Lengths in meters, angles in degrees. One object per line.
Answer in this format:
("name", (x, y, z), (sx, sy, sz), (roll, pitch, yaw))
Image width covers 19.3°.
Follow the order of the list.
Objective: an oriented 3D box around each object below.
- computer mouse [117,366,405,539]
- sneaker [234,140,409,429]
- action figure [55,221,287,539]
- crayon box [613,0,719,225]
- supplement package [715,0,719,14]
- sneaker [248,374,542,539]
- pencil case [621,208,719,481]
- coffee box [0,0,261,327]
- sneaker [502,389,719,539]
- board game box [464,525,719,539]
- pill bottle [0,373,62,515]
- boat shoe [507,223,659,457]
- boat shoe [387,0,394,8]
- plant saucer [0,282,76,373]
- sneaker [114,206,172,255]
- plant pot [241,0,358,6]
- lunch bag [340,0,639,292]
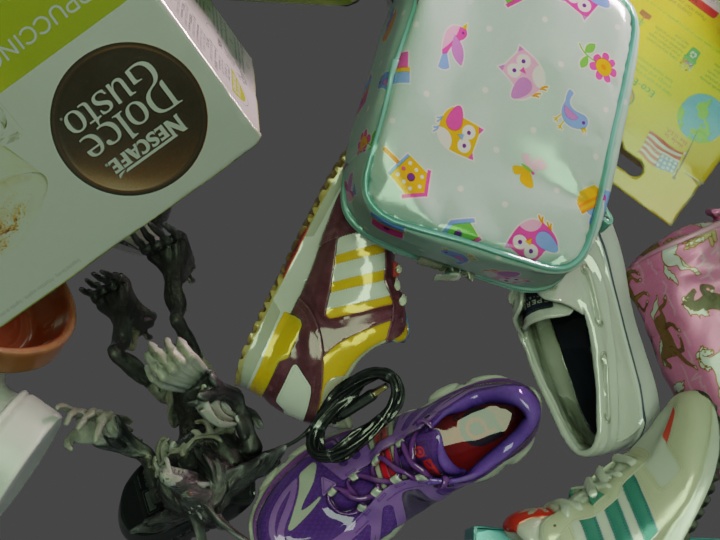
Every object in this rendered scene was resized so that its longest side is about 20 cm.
("computer mouse", (-0.059, 0.115, 1.288), (0.199, 0.034, 0.059), (-25, 59, 13))
("sneaker", (0.000, 0.000, 1.320), (0.090, 0.075, 0.201), (27, 88, -3))
("action figure", (-0.118, 0.078, 1.251), (0.119, 0.102, 0.201), (-34, 57, 24))
("crayon box", (0.201, -0.139, 1.365), (0.127, 0.051, 0.200), (37, 80, 2))
("supplement package", (0.322, -0.114, 1.283), (0.111, 0.156, 0.201), (-26, 103, -19))
("sneaker", (0.021, 0.118, 1.294), (0.200, 0.083, 0.081), (-31, 85, -8))
("pencil case", (0.239, 0.062, 1.322), (0.086, 0.083, 0.201), (-23, 82, -38))
("coffee box", (-0.188, -0.113, 1.154), (0.199, 0.200, 0.198), (-34, 107, 6))
("sneaker", (0.140, 0.149, 1.258), (0.093, 0.070, 0.200), (29, 82, -6))
("board game box", (0.162, 0.238, 1.306), (0.199, 0.047, 0.152), (3, 80, -4))
("pill bottle", (-0.281, 0.065, 1.263), (0.200, 0.111, 0.111), (35, 80, 1))
("boat shoe", (0.126, 0.018, 1.314), (0.065, 0.073, 0.201), (-15, 79, -49))
("boat shoe", (0.087, -0.241, 1.345), (0.075, 0.086, 0.202), (37, 80, 1))
("plant saucer", (-0.261, -0.004, 1.242), (0.200, 0.200, 0.032), (33, 109, 1))
("sneaker", (-0.200, -0.097, 1.320), (0.199, 0.073, 0.112), (25, 77, -9))
("plant pot", (-0.039, -0.267, 1.243), (0.200, 0.199, 0.182), (-41, 123, -33))
("lunch bag", (0.082, -0.088, 1.272), (0.160, 0.077, 0.201), (18, 74, -11))
